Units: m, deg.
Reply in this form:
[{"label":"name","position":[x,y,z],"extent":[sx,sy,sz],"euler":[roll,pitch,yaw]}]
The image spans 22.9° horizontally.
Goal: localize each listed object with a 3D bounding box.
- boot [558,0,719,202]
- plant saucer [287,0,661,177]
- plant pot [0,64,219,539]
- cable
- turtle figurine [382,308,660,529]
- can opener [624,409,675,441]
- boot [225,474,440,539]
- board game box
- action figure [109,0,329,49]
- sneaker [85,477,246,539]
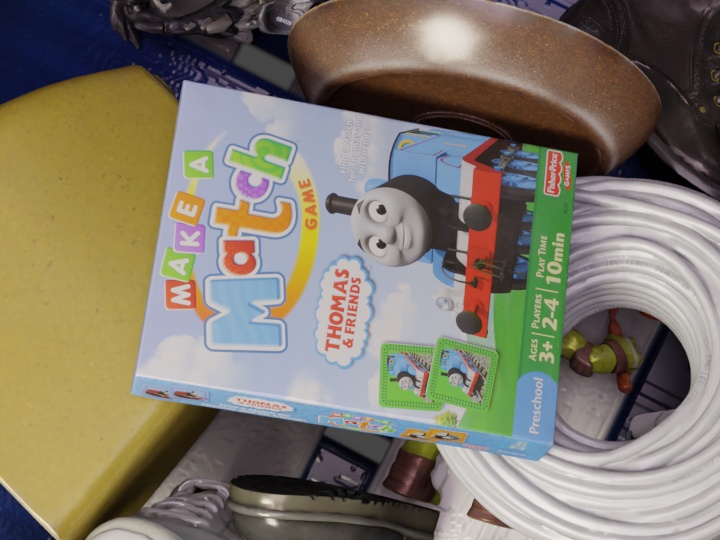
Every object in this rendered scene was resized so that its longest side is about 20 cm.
[{"label":"boot","position":[0.205,-0.132,0.993],"extent":[0.200,0.069,0.174],"euler":[40,86,5]},{"label":"plant saucer","position":[0.055,-0.084,0.925],"extent":[0.199,0.200,0.035],"euler":[13,73,3]},{"label":"plant pot","position":[-0.143,0.009,0.935],"extent":[0.194,0.196,0.200],"euler":[44,81,5]},{"label":"cable","position":[0.128,0.049,0.903],"extent":[0.198,0.069,0.201],"euler":[-1,69,7]},{"label":"turtle figurine","position":[0.083,0.058,0.979],"extent":[0.199,0.064,0.162],"euler":[17,85,4]},{"label":"can opener","position":[0.153,0.156,0.920],"extent":[0.052,0.067,0.201],"euler":[5,47,15]},{"label":"boot","position":[-0.023,0.214,0.925],"extent":[0.072,0.181,0.201],"euler":[10,83,38]},{"label":"board game box","position":[0.000,0.000,0.854],"extent":[0.198,0.037,0.152],"euler":[9,70,-6]},{"label":"action figure","position":[-0.082,-0.179,0.992],"extent":[0.199,0.102,0.120],"euler":[16,118,41]},{"label":"sneaker","position":[-0.093,0.142,0.915],"extent":[0.075,0.200,0.082],"euler":[17,77,12]}]
